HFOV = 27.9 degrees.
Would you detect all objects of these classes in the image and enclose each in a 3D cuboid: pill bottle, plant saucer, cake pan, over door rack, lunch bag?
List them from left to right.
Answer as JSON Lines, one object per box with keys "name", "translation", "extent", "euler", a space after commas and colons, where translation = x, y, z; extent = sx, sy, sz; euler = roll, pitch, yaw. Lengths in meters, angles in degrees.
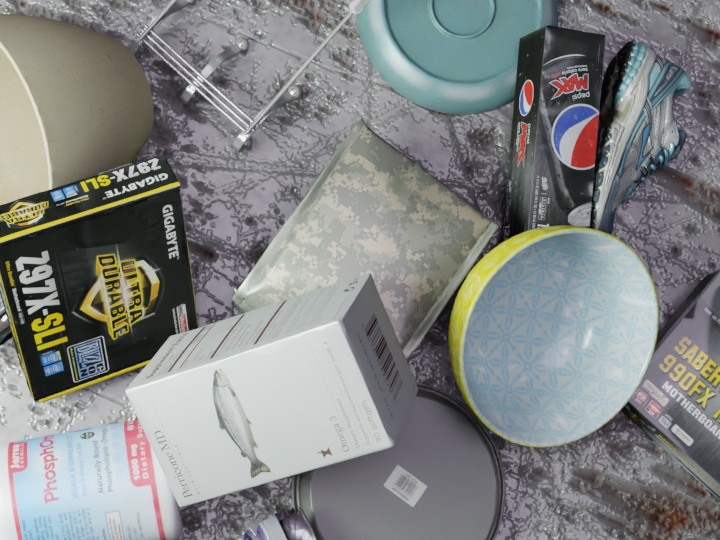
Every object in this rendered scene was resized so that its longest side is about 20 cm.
{"name": "pill bottle", "translation": [-0.258, 0.195, 1.246], "extent": [0.199, 0.109, 0.109], "euler": [-10, 83, -9]}
{"name": "over door rack", "translation": [-0.097, -0.231, 1.340], "extent": [0.148, 0.067, 0.200], "euler": [41, 100, 0]}
{"name": "lunch bag", "translation": [0.000, 0.000, 1.302], "extent": [0.164, 0.118, 0.200], "euler": [36, 75, -1]}
{"name": "cake pan", "translation": [0.037, 0.199, 1.317], "extent": [0.199, 0.037, 0.202], "euler": [1, 81, -7]}
{"name": "plant saucer", "translation": [0.096, -0.251, 1.396], "extent": [0.199, 0.027, 0.201], "euler": [1, 82, -7]}

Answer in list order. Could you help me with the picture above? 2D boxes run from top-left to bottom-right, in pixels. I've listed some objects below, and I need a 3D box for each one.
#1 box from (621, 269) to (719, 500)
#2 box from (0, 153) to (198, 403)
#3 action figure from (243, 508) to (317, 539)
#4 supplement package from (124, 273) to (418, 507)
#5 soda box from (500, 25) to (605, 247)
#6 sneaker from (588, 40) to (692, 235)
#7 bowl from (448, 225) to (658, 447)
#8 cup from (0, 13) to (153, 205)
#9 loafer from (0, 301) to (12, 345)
{"name": "box", "translation": [0.357, 0.125, 1.360], "extent": [0.200, 0.048, 0.158], "euler": [43, 80, 0]}
{"name": "box", "translation": [-0.223, 0.010, 1.228], "extent": [0.159, 0.201, 0.049], "euler": [-18, 49, -17]}
{"name": "action figure", "translation": [-0.136, 0.262, 1.247], "extent": [0.199, 0.130, 0.070], "euler": [-19, 70, -17]}
{"name": "supplement package", "translation": [-0.071, 0.099, 1.207], "extent": [0.199, 0.117, 0.117], "euler": [-19, 105, 19]}
{"name": "soda box", "translation": [0.179, -0.121, 1.352], "extent": [0.063, 0.071, 0.201], "euler": [6, 88, -16]}
{"name": "sneaker", "translation": [0.263, -0.115, 1.371], "extent": [0.086, 0.078, 0.201], "euler": [19, 80, -7]}
{"name": "bowl", "translation": [0.156, 0.047, 1.306], "extent": [0.199, 0.108, 0.201], "euler": [-6, 107, -21]}
{"name": "cup", "translation": [-0.267, -0.138, 1.268], "extent": [0.143, 0.200, 0.201], "euler": [-25, 85, -38]}
{"name": "loafer", "translation": [-0.244, 0.013, 1.296], "extent": [0.200, 0.072, 0.063], "euler": [-37, 93, -12]}
